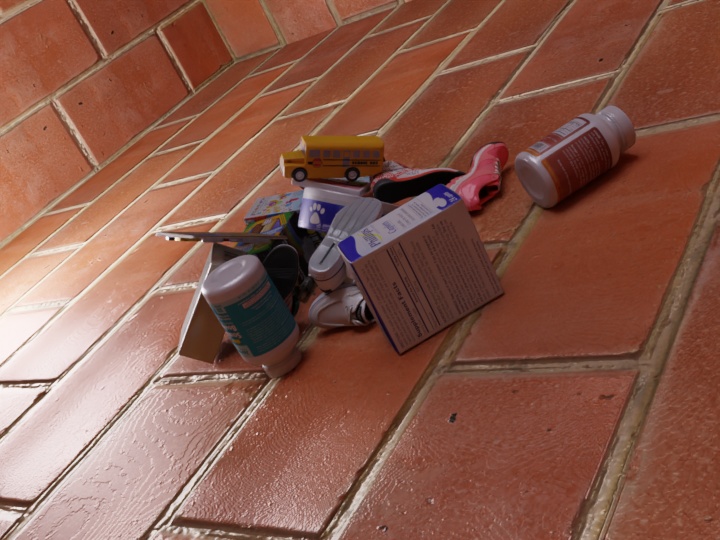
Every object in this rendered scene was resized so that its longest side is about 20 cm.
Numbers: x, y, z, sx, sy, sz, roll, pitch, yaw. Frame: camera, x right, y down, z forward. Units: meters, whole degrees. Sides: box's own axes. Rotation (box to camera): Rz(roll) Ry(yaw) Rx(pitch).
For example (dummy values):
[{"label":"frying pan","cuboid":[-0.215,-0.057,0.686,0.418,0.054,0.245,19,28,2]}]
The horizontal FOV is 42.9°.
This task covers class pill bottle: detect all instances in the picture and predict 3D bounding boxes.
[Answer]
[{"label":"pill bottle","cuboid":[-0.175,0.082,1.544,0.110,0.200,0.111,-24,23,11]},{"label":"pill bottle","cuboid":[0.383,-0.206,1.626,0.200,0.112,0.112,-32,24,-9]}]

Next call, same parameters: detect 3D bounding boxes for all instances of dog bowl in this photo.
[{"label":"dog bowl","cuboid":[-0.017,-0.101,1.748,0.199,0.079,0.200,13,2,-1]}]

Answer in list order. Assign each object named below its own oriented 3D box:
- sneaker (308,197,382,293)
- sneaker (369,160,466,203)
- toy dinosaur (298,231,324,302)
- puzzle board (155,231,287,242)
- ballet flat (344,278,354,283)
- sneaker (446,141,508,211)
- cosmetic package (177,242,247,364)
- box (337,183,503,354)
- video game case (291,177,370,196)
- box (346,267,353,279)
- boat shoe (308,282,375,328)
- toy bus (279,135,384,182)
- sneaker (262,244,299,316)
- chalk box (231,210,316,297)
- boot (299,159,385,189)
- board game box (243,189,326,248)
[{"label":"sneaker","cuboid":[-0.026,-0.046,1.604,0.073,0.071,0.200,24,58,26]},{"label":"sneaker","cuboid":[0.116,-0.188,1.856,0.201,0.067,0.108,-8,31,-7]},{"label":"toy dinosaur","cuboid":[-0.066,0.007,1.710,0.047,0.088,0.200,-29,25,25]},{"label":"puzzle board","cuboid":[-0.261,-0.062,1.722,0.199,0.017,0.150,-2,6,-39]},{"label":"ballet flat","cuboid":[0.000,0.000,1.689,0.068,0.068,0.200,-42,26,-9]},{"label":"sneaker","cuboid":[0.248,-0.175,1.787,0.087,0.074,0.200,15,51,39]},{"label":"cosmetic package","cuboid":[-0.275,0.061,1.713,0.105,0.071,0.201,-103,33,-63]},{"label":"box","cuboid":[0.094,-0.004,1.447,0.200,0.184,0.105,-30,25,-5]},{"label":"video game case","cuboid":[-0.046,-0.187,1.898,0.142,0.018,0.200,12,16,11]},{"label":"box","cuboid":[0.064,-0.023,1.596,0.200,0.039,0.041,-15,22,-36]},{"label":"boat shoe","cuboid":[0.001,0.062,1.564,0.199,0.071,0.070,-15,24,14]},{"label":"toy bus","cuboid":[-0.057,-0.223,1.817,0.199,0.079,0.065,-2,27,-14]},{"label":"sneaker","cuboid":[-0.148,0.036,1.667,0.083,0.201,0.121,17,18,-1]},{"label":"chalk box","cuboid":[-0.185,-0.008,1.828,0.124,0.125,0.200,-15,26,27]},{"label":"boot","cuboid":[-0.042,-0.224,2.089,0.174,0.069,0.200,-25,-18,26]},{"label":"board game box","cuboid":[-0.127,-0.104,1.943,0.199,0.103,0.105,-9,28,19]}]
